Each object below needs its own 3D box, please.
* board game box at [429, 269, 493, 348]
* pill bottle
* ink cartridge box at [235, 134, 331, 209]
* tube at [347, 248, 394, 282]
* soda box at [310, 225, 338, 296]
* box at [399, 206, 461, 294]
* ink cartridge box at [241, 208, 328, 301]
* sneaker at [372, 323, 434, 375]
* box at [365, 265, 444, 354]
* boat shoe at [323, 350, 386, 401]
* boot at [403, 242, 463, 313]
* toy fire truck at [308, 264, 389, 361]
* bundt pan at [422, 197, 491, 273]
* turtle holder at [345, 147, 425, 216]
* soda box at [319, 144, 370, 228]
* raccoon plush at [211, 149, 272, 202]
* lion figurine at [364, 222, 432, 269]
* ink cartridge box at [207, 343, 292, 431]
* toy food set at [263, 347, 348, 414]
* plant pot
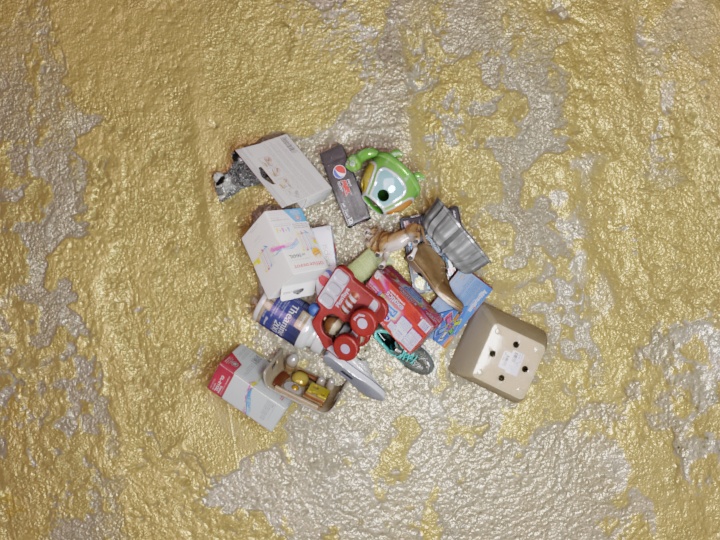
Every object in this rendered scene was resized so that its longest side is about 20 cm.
[{"bbox_3d":[0.236,0.093,1.510,0.102,0.019,0.201,35,106,-5],"label":"board game box"},{"bbox_3d":[-0.169,0.129,1.521,0.198,0.111,0.112,32,92,3],"label":"pill bottle"},{"bbox_3d":[-0.195,-0.241,1.486,0.175,0.045,0.201,-28,72,-40],"label":"ink cartridge box"},{"bbox_3d":[0.000,0.000,1.512,0.199,0.051,0.059,-38,130,-29],"label":"tube"},{"bbox_3d":[-0.090,-0.011,1.538,0.062,0.068,0.205,-8,90,4],"label":"soda box"},{"bbox_3d":[0.194,-0.051,1.530,0.155,0.046,0.205,-12,90,3],"label":"box"},{"bbox_3d":[-0.182,-0.032,1.472,0.125,0.127,0.203,-40,72,39],"label":"ink cartridge box"},{"bbox_3d":[0.102,0.203,1.511,0.199,0.091,0.078,38,105,3],"label":"sneaker"},{"bbox_3d":[0.099,0.095,1.484,0.200,0.095,0.100,45,113,14],"label":"box"},{"bbox_3d":[-0.004,0.257,1.532,0.199,0.073,0.066,42,57,-13],"label":"boat shoe"},{"bbox_3d":[0.195,0.016,1.461,0.075,0.074,0.201,-41,76,3],"label":"boot"},{"bbox_3d":[-0.038,0.107,1.427,0.167,0.112,0.201,39,116,6],"label":"toy fire truck"},{"bbox_3d":[0.221,-0.073,1.412,0.076,0.202,0.203,-41,88,11],"label":"bundt pan"},{"bbox_3d":[0.060,-0.225,1.478,0.132,0.140,0.186,-49,120,-10],"label":"turtle holder"},{"bbox_3d":[-0.039,-0.217,1.537,0.069,0.063,0.204,-21,89,3],"label":"soda box"},{"bbox_3d":[-0.288,-0.221,1.544,0.197,0.097,0.136,25,99,3],"label":"raccoon plush"},{"bbox_3d":[0.095,-0.077,1.469,0.196,0.124,0.073,-11,127,25],"label":"lion figurine"},{"bbox_3d":[-0.265,0.295,1.505,0.198,0.146,0.084,34,106,3],"label":"ink cartridge box"},{"bbox_3d":[-0.136,0.273,1.498,0.197,0.144,0.061,24,109,4],"label":"toy food set"},{"bbox_3d":[0.347,0.209,1.455,0.197,0.177,0.203,24,92,4],"label":"plant pot"}]
